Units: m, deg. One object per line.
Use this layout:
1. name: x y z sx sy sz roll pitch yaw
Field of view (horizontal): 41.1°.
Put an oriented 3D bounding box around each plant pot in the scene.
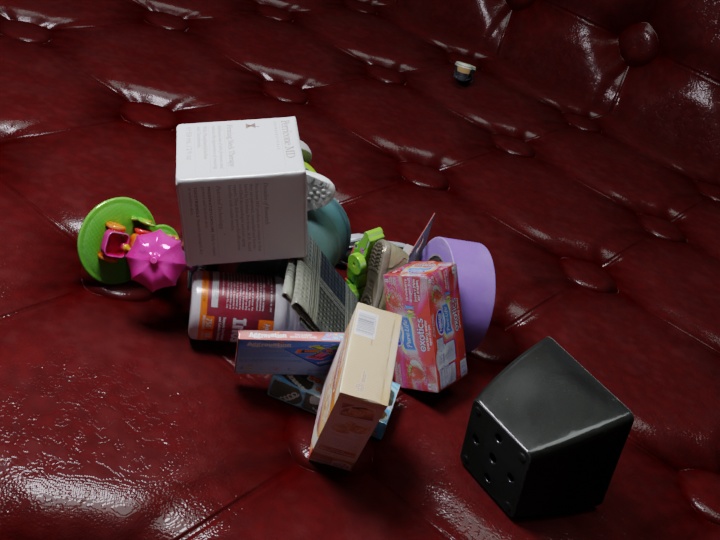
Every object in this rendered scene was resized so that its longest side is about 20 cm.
1. plant pot: 0.269 0.261 1.481 0.175 0.202 0.200 -18 44 -30
2. plant pot: -0.131 -0.025 1.731 0.197 0.203 0.197 18 36 1

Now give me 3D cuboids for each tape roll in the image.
1. tape roll: 0.166 0.045 1.759 0.083 0.203 0.201 8 30 -18

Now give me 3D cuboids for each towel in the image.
1. towel: -0.061 0.054 1.587 0.193 0.034 0.202 53 22 -32

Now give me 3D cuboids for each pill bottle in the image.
1. pill bottle: -0.184 0.063 1.595 0.196 0.115 0.114 4 31 -11

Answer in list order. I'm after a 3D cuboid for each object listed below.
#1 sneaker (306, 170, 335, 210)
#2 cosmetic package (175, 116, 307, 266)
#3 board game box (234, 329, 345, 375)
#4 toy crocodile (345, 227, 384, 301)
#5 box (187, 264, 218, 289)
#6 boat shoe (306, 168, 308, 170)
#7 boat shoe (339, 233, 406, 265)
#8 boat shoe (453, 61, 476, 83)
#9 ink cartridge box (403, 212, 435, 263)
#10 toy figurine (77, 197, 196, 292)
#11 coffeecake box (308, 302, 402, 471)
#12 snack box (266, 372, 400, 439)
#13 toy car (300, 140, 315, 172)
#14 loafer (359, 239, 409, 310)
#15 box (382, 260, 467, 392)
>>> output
1. sneaker: -0.137 -0.156 1.697 0.196 0.078 0.081 6 28 10
2. cosmetic package: -0.190 -0.128 1.542 0.196 0.169 0.169 -5 40 -7
3. board game box: -0.094 0.128 1.484 0.196 0.104 0.020 3 55 -10
4. toy crocodile: 0.000 0.000 1.747 0.067 0.202 0.062 -23 54 -33
5. box: -0.281 -0.082 1.757 0.049 0.160 0.201 8 30 -16
6. boat shoe: -0.101 -0.112 1.874 0.090 0.201 0.071 -31 56 -2
7. boat shoe: 0.031 -0.028 1.943 0.197 0.070 0.057 4 32 -29
8. boat shoe: 0.343 -0.658 3.199 0.073 0.063 0.200 16 13 5
9. ink cartridge box: 0.080 -0.003 1.813 0.043 0.176 0.200 18 28 9
10. toy figurine: -0.341 -0.022 1.595 0.198 0.153 0.183 12 8 -44
11. coffeecake box: -0.009 0.172 1.398 0.072 0.201 0.155 16 50 -6
12. snack box: -0.041 0.192 1.556 0.197 0.038 0.117 21 29 4
13. toy car: -0.186 -0.172 1.985 0.196 0.150 0.178 3 61 -19
14. loafer: 0.041 0.049 1.680 0.067 0.204 0.076 8 16 -19
15. box: 0.111 0.093 1.631 0.094 0.204 0.099 2 16 38
